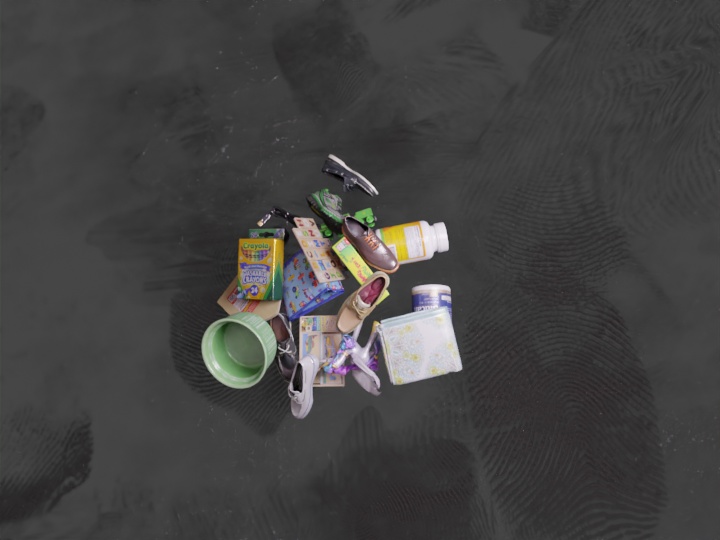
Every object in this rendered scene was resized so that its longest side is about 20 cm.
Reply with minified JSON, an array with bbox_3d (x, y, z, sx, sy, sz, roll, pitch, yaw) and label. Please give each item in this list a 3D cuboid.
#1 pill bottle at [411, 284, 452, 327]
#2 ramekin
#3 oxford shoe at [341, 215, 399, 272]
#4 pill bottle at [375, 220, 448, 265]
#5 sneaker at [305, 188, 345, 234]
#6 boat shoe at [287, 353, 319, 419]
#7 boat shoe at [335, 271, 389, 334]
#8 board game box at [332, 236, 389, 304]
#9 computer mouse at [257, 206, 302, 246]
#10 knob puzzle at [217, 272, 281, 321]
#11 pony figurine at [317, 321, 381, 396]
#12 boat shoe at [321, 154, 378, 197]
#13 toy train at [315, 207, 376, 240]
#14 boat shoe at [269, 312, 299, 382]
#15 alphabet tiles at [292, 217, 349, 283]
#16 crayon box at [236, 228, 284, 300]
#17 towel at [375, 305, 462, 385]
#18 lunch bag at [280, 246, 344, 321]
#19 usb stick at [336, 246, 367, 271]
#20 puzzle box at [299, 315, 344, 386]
[{"bbox_3d":[0.198,0.147,1.473,0.109,0.111,0.204,-2,78,4],"label":"pill bottle"},{"bbox_3d":[-0.330,0.213,1.476,0.196,0.098,0.204,4,106,15],"label":"ramekin"},{"bbox_3d":[0.023,-0.070,1.438,0.199,0.073,0.071,40,79,10],"label":"oxford shoe"},{"bbox_3d":[0.147,-0.079,1.526,0.196,0.111,0.113,-10,77,2],"label":"pill bottle"},{"bbox_3d":[-0.082,-0.182,1.559,0.085,0.078,0.200,-35,54,-11],"label":"sneaker"},{"bbox_3d":[-0.169,0.319,1.450,0.073,0.066,0.203,24,112,35],"label":"boat shoe"},{"bbox_3d":[0.002,0.084,1.420,0.074,0.066,0.201,36,90,0],"label":"boat shoe"},{"bbox_3d":[0.000,0.000,1.504,0.047,0.102,0.201,-38,91,1],"label":"board game box"},{"bbox_3d":[-0.273,-0.106,1.578,0.140,0.046,0.201,31,80,30],"label":"computer mouse"},{"bbox_3d":[-0.301,0.077,1.553,0.216,0.030,0.223,-9,65,20],"label":"knob puzzle"},{"bbox_3d":[0.000,0.237,1.465,0.191,0.167,0.201,31,65,15],"label":"pony figurine"},{"bbox_3d":[-0.037,-0.269,1.601,0.199,0.075,0.066,39,86,12],"label":"boat shoe"},{"bbox_3d":[-0.050,-0.136,1.592,0.197,0.042,0.057,-17,67,1],"label":"toy train"},{"bbox_3d":[-0.220,0.219,1.518,0.071,0.068,0.203,-13,79,0],"label":"boat shoe"},{"bbox_3d":[-0.115,-0.060,1.487,0.007,0.167,0.202,-32,79,24],"label":"alphabet tiles"},{"bbox_3d":[-0.282,-0.019,1.503,0.124,0.051,0.204,1,87,24],"label":"crayon box"},{"bbox_3d":[0.151,0.197,1.395,0.197,0.048,0.174,-14,93,7],"label":"towel"},{"bbox_3d":[-0.168,0.040,1.523,0.199,0.094,0.152,-33,69,23],"label":"lunch bag"},{"bbox_3d":[-0.042,-0.027,1.571,0.197,0.033,0.056,-21,84,0],"label":"usb stick"},{"bbox_3d":[-0.109,0.231,1.526,0.131,0.025,0.204,-2,78,4],"label":"puzzle box"}]
